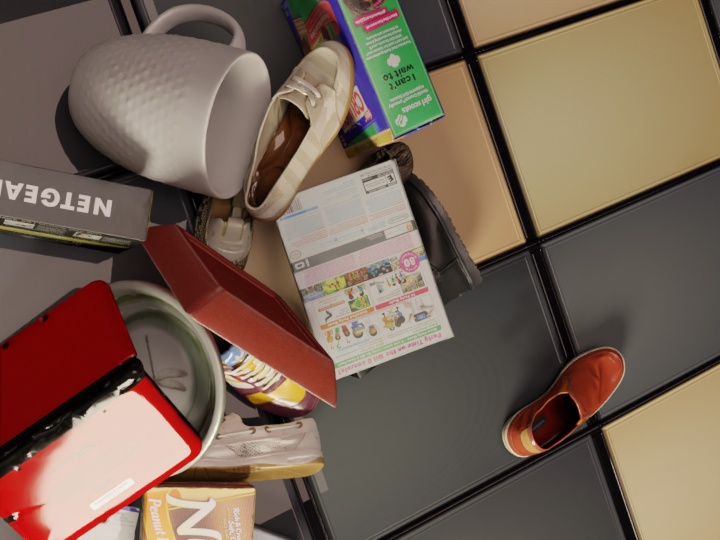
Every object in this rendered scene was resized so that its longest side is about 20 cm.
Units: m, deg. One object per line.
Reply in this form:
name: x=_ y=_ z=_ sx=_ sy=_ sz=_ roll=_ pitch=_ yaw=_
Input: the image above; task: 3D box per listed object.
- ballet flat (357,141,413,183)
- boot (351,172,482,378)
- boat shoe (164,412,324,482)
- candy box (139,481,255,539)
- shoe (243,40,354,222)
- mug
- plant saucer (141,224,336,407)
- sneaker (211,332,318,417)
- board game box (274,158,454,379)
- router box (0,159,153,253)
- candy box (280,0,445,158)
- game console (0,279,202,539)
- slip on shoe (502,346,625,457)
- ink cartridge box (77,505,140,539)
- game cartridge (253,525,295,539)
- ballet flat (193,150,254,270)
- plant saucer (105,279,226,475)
ballet flat: x=-0.010 y=-0.070 z=1.149 sx=0.067 sy=0.046 sz=0.200 roll=39 pitch=81 yaw=18
boot: x=0.024 y=0.004 z=1.177 sx=0.199 sy=0.066 sz=0.166 roll=-35 pitch=93 yaw=-14
boat shoe: x=-0.140 y=0.190 z=1.092 sx=0.197 sy=0.071 sz=0.070 roll=0 pitch=64 yaw=-16
candy box: x=-0.171 y=0.320 z=1.035 sx=0.114 sy=0.055 sz=0.203 roll=4 pitch=82 yaw=-15
shoe: x=-0.065 y=-0.143 z=1.029 sx=0.069 sy=0.053 sz=0.202 roll=26 pitch=92 yaw=16
mug: x=-0.190 y=-0.188 z=1.036 sx=0.173 sy=0.148 sz=0.202 roll=15 pitch=68 yaw=16
plant saucer: x=-0.117 y=0.034 z=1.009 sx=0.199 sy=0.200 sz=0.037 roll=37 pitch=95 yaw=-36
sneaker: x=-0.124 y=0.096 z=1.079 sx=0.199 sy=0.090 sz=0.075 roll=39 pitch=90 yaw=-12
board game box: x=0.000 y=0.000 z=1.097 sx=0.146 sy=0.064 sz=0.203 roll=-18 pitch=90 yaw=-6
router box: x=-0.315 y=-0.063 z=0.980 sx=0.197 sy=0.157 sz=0.053 roll=10 pitch=83 yaw=-23
candy box: x=-0.001 y=-0.236 z=1.118 sx=0.076 sy=0.169 sz=0.202 roll=-27 pitch=97 yaw=-16
game console: x=-0.281 y=0.145 z=0.994 sx=0.199 sy=0.119 sz=0.173 roll=-34 pitch=117 yaw=4
slip on shoe: x=0.265 y=0.165 z=1.264 sx=0.199 sy=0.061 sz=0.075 roll=-33 pitch=98 yaw=-23
ink cartridge box: x=-0.295 y=0.332 z=1.027 sx=0.098 sy=0.039 sz=0.203 roll=16 pitch=82 yaw=-21
game cartridge: x=-0.139 y=0.378 z=1.093 sx=0.132 sy=0.040 sz=0.202 roll=25 pitch=78 yaw=-16
ballet flat: x=-0.139 y=-0.076 z=1.100 sx=0.067 sy=0.075 sz=0.203 roll=13 pitch=82 yaw=-22
plant saucer: x=-0.215 y=0.107 z=1.028 sx=0.050 sy=0.198 sz=0.203 roll=-23 pitch=97 yaw=-66
